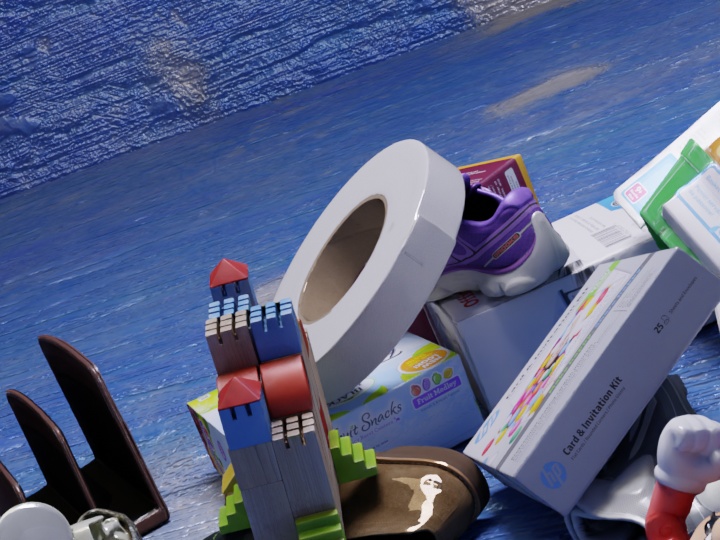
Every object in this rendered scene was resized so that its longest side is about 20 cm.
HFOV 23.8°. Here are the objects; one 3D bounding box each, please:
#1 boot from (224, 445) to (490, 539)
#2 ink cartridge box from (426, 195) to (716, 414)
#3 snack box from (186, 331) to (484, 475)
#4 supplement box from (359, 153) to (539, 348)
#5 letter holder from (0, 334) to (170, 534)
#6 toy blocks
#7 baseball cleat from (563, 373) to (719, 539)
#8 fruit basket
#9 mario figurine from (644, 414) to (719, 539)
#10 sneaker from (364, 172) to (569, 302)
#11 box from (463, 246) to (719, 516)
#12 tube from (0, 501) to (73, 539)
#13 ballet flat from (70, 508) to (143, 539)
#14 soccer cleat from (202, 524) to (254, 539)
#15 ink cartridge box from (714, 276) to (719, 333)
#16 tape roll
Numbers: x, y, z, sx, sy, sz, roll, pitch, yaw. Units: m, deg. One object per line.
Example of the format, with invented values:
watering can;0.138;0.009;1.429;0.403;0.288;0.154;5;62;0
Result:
boot;-0.020;0.156;1.089;0.199;0.074;0.076;-9;26;37
ink cartridge box;0.159;0.018;1.279;0.199;0.086;0.146;-25;14;-2
snack box;-0.022;0.108;1.270;0.168;0.068;0.200;-26;16;-15
supplement box;0.074;-0.006;1.454;0.085;0.111;0.200;-11;18;41
letter holder;-0.248;0.138;1.353;0.100;0.143;0.200;-27;15;-18
toy blocks;-0.053;0.075;1.016;0.099;0.138;0.200;-14;21;1
baseball cleat;0.156;0.109;0.975;0.106;0.070;0.200;-23;13;-3
fruit basket;0.292;-0.057;1.135;0.200;0.186;0.094;-42;-32;10
mario figurine;0.136;0.143;0.784;0.199;0.124;0.106;-24;0;14
sneaker;0.072;-0.030;1.248;0.080;0.084;0.199;-33;16;-34
box;0.133;0.063;1.011;0.156;0.041;0.200;-53;1;-4
tube;-0.226;0.198;1.127;0.058;0.052;0.200;-30;-8;-22
ballet flat;-0.176;0.207;1.134;0.072;0.072;0.200;-23;14;-3
soccer cleat;-0.051;0.194;0.994;0.199;0.068;0.081;-2;25;48
ink cartridge box;0.284;0.048;0.971;0.144;0.084;0.200;-20;14;14
tape roll;0.000;0.000;1.209;0.203;0.037;0.203;-47;21;25
